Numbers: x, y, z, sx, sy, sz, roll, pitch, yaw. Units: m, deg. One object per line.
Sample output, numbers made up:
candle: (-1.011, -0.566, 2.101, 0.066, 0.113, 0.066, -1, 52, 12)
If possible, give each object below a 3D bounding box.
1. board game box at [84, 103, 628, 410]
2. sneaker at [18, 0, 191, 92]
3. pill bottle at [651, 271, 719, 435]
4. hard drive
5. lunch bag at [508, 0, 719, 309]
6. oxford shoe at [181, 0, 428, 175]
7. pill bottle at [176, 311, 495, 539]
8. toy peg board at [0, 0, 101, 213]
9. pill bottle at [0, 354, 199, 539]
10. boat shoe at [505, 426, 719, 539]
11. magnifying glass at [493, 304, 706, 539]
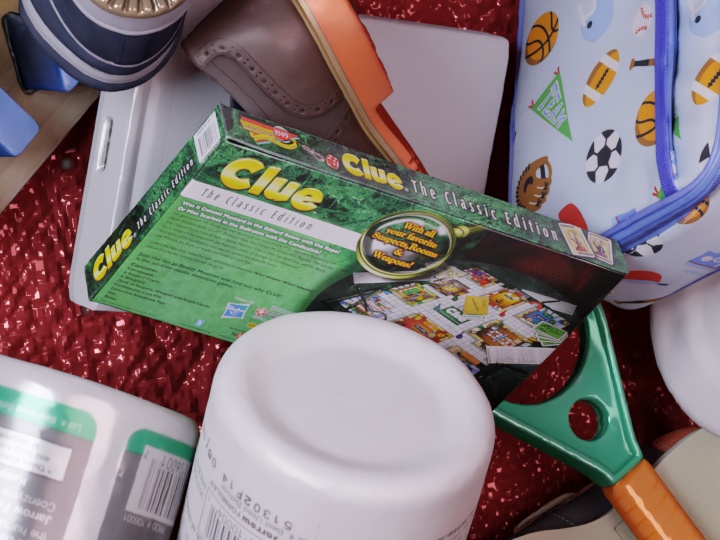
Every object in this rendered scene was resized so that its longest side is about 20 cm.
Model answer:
board game box: (0.000, 0.000, 1.179, 0.199, 0.105, 0.024, 18, 43, -32)
sneaker: (-0.101, -0.166, 1.115, 0.070, 0.109, 0.201, -3, 70, -11)
pill bottle: (0.237, 0.018, 1.339, 0.200, 0.114, 0.115, -2, 93, -43)
hard drive: (-0.027, -0.045, 1.237, 0.199, 0.027, 0.132, 4, 100, -41)
lunch bag: (0.134, -0.094, 1.261, 0.075, 0.160, 0.201, 17, 61, -28)
oxford shoe: (-0.015, -0.044, 1.193, 0.072, 0.071, 0.200, -30, 131, -4)
pill bottle: (-0.021, 0.126, 1.191, 0.114, 0.114, 0.201, -7, 131, -27)
toy peg board: (-0.175, -0.119, 1.151, 0.199, 0.098, 0.200, 45, 73, -22)
pill bottle: (-0.145, 0.139, 1.168, 0.113, 0.113, 0.201, 21, 82, -27)
boat shoe: (0.099, 0.135, 1.325, 0.200, 0.063, 0.071, -35, 96, -22)
magnifying glass: (0.104, 0.073, 1.291, 0.080, 0.022, 0.200, -39, 98, -23)
